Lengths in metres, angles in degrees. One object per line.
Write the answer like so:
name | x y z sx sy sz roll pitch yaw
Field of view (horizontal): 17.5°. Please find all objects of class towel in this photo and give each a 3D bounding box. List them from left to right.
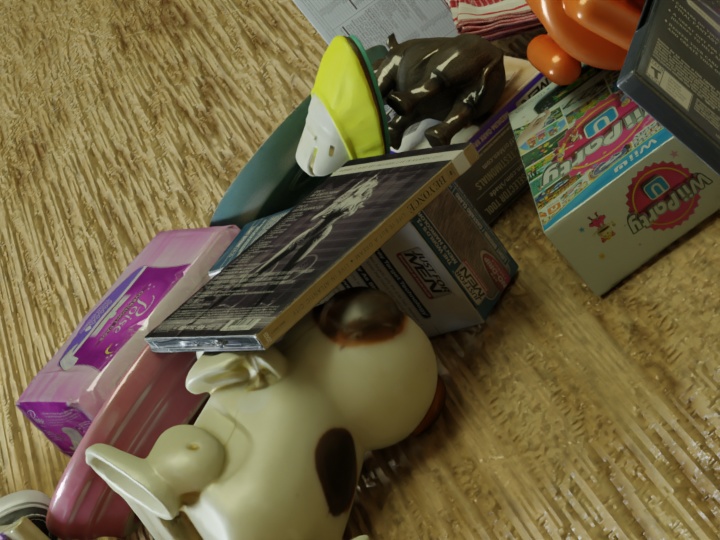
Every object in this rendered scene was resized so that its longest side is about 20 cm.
towel | 0.137 -0.225 1.824 0.144 0.023 0.200 -16 20 3

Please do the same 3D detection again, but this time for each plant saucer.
plant saucer | -0.138 0.106 1.593 0.201 0.051 0.201 -56 -5 -8
plant saucer | -0.040 -0.094 1.834 0.200 0.027 0.200 -46 -6 -7

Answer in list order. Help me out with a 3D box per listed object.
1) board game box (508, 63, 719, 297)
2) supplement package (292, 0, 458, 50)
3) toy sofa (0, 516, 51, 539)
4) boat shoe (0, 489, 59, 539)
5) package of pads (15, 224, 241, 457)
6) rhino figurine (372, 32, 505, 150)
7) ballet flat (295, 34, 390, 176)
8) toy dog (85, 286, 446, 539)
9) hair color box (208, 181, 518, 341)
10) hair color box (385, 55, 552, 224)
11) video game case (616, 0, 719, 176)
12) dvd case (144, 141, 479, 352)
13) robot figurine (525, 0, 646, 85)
board game box | 0.182 -0.086 1.516 0.147 0.064 0.200 -36 23 13
supplement package | 0.043 -0.283 1.989 0.200 0.151 0.152 -35 22 15
toy sofa | -0.258 0.261 1.523 0.200 0.083 0.098 -50 11 -21
boat shoe | -0.282 0.242 1.643 0.200 0.070 0.066 -42 30 -3
package of pads | -0.161 0.053 1.787 0.200 0.076 0.120 -51 23 -25
rhino figurine | 0.039 -0.133 1.670 0.087 0.060 0.200 -42 20 -13
ballet flat | -0.009 -0.071 1.628 0.067 0.200 0.067 -26 44 -11
toy dog | -0.039 0.096 1.434 0.200 0.140 0.194 -48 30 -22
hair color box | 0.000 0.000 1.595 0.200 0.100 0.061 -16 29 45
hair color box | 0.074 -0.105 1.724 0.109 0.065 0.200 -44 24 -9
video game case | 0.230 -0.127 1.408 0.019 0.143 0.200 -39 18 39
dvd case | -0.032 -0.013 1.486 0.200 0.016 0.149 -43 19 -26
robot figurine | 0.162 -0.202 1.532 0.116 0.144 0.200 -11 22 -3
